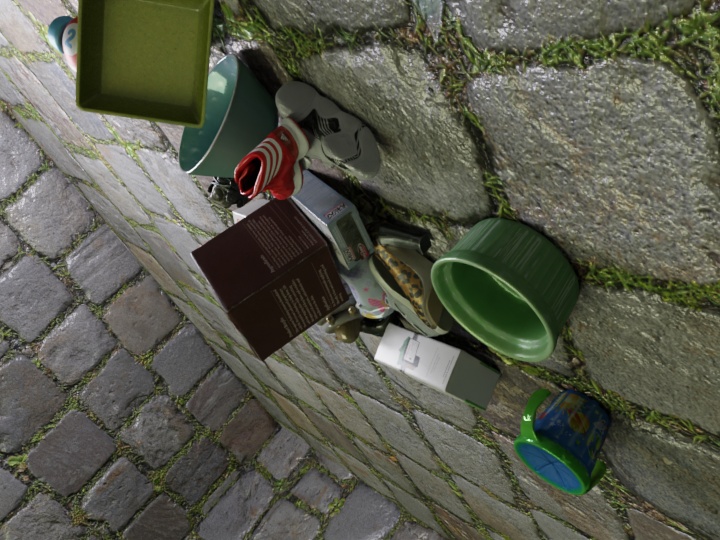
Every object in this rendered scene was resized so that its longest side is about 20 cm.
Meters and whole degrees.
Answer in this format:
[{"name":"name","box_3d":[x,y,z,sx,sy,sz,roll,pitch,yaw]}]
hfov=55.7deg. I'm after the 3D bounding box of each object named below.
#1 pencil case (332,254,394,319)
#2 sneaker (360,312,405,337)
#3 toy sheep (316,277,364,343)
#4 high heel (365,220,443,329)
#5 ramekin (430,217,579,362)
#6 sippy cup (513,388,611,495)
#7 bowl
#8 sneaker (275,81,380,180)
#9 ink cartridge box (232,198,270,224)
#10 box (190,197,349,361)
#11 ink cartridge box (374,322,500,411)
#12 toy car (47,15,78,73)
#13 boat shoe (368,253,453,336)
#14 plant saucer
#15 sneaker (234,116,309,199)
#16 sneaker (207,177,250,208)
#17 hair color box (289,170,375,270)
[{"name":"pencil case","box_3d":[0.000,0.000,1.280,0.089,0.084,0.201,-16,126,22]},{"name":"sneaker","box_3d":[0.020,0.113,1.468,0.079,0.076,0.199,35,166,-33]},{"name":"toy sheep","box_3d":[-0.053,0.055,1.400,0.138,0.136,0.203,118,134,-68]},{"name":"high heel","box_3d":[0.073,0.006,1.178,0.141,0.071,0.202,18,135,40]},{"name":"ramekin","box_3d":[0.205,0.023,0.948,0.199,0.098,0.201,36,158,17]},{"name":"sippy cup","box_3d":[0.345,0.277,1.136,0.139,0.131,0.179,27,155,31]},{"name":"bowl","box_3d":[-0.204,-0.232,1.100,0.104,0.204,0.200,21,171,-32]},{"name":"sneaker","box_3d":[-0.047,-0.190,1.030,0.200,0.075,0.115,42,160,16]},{"name":"ink cartridge box","box_3d":[-0.184,-0.034,1.440,0.144,0.084,0.203,18,124,42]},{"name":"box","box_3d":[-0.154,0.010,1.191,0.165,0.199,0.167,49,167,37]},{"name":"ink cartridge box","box_3d":[0.146,0.184,1.318,0.145,0.085,0.199,31,170,-41]},{"name":"toy car","box_3d":[-0.413,-0.433,1.103,0.183,0.176,0.202,35,146,25]},{"name":"boat shoe","box_3d":[0.079,0.051,1.240,0.201,0.070,0.071,44,137,-11]},{"name":"plant saucer","box_3d":[-0.327,-0.335,1.044,0.196,0.203,0.048,7,-165,-6]},{"name":"sneaker","box_3d":[-0.147,-0.147,1.036,0.078,0.115,0.200,47,158,11]},{"name":"sneaker","box_3d":[-0.252,-0.196,1.321,0.076,0.115,0.201,29,153,24]},{"name":"hair color box","box_3d":[-0.060,-0.093,1.174,0.200,0.060,0.100,42,163,51]}]
